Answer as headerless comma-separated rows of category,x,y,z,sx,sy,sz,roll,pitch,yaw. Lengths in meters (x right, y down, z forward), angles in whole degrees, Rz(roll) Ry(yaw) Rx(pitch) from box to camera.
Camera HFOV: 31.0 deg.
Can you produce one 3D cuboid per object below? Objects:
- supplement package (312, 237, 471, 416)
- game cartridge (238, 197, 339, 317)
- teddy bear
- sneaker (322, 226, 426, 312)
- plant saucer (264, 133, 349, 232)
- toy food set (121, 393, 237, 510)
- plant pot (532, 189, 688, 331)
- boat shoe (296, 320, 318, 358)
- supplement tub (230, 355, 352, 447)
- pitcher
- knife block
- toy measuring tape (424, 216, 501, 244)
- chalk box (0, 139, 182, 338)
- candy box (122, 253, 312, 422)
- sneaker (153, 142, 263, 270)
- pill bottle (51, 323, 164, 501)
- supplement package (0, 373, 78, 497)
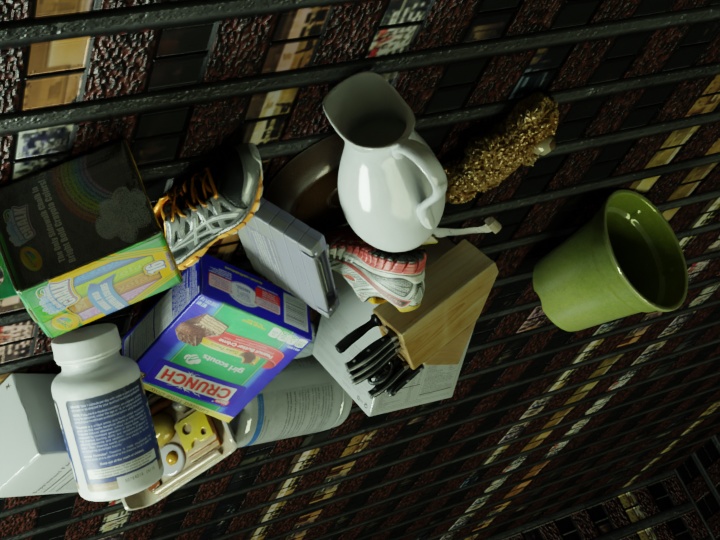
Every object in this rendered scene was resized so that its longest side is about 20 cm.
supplement package,0.052,0.061,1.749,0.150,0.152,0.201,-9,127,-35
game cartridge,-0.089,-0.023,1.550,0.038,0.129,0.200,-49,161,-16
teddy bear,0.176,-0.141,1.650,0.199,0.067,0.145,-32,158,12
sneaker,0.000,0.000,1.568,0.077,0.199,0.083,-20,115,-34
plant saucer,-0.020,-0.103,1.573,0.199,0.032,0.201,-22,155,-11
toy food set,-0.277,0.229,1.843,0.199,0.144,0.060,-34,156,17
plant pot,0.378,0.004,2.032,0.200,0.202,0.184,-1,157,-45
boat shoe,-0.102,0.069,1.795,0.072,0.062,0.200,-20,157,9
supplement tub,-0.125,0.185,1.924,0.199,0.133,0.132,-4,148,-39
pitcher,0.043,-0.097,1.427,0.121,0.172,0.201,-34,144,-13
knife block,0.060,0.059,1.590,0.175,0.064,0.201,4,117,-42
toy measuring tape,0.087,-0.072,1.648,0.199,0.074,0.073,-6,168,31
chalk box,-0.303,-0.022,1.331,0.199,0.125,0.124,-22,156,-7
candy box,-0.186,0.090,1.663,0.168,0.077,0.200,25,130,-28
sneaker,-0.179,-0.069,1.425,0.077,0.079,0.200,13,134,-43
pill bottle,-0.318,0.173,1.607,0.110,0.202,0.111,-12,-169,2
supplement package,-0.396,0.217,1.722,0.120,0.122,0.199,-39,153,28
